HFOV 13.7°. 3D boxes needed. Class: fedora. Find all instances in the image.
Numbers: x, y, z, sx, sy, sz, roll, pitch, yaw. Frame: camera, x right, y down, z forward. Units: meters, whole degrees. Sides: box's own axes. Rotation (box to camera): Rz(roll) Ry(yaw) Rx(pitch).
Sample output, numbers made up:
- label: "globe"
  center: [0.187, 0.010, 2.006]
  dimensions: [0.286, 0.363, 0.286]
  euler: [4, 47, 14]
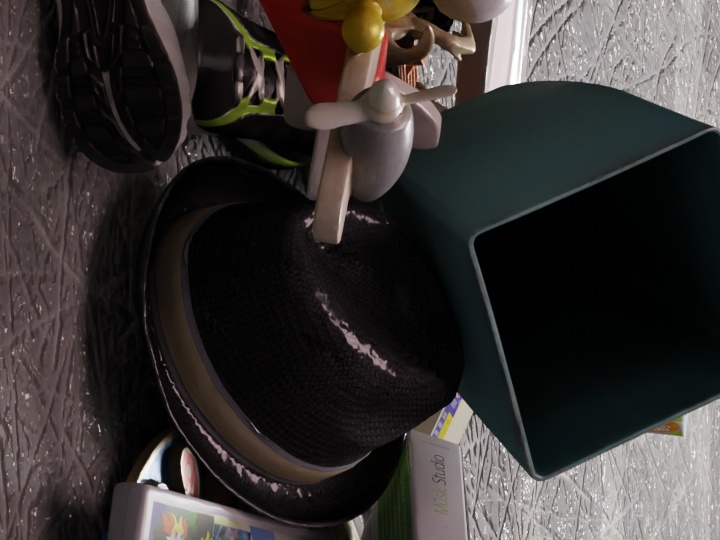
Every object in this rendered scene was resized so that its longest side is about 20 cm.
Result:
- label: "fedora"
  center: [-0.016, 0.027, 1.468]
  dimensions: [0.200, 0.091, 0.201]
  euler: [23, 59, -45]

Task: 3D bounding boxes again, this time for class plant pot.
- label: "plant pot"
  center: [0.090, -0.014, 1.543]
  dimensions: [0.200, 0.141, 0.142]
  euler: [38, -32, 59]

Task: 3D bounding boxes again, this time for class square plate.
- label: "square plate"
  center: [0.076, -0.116, 1.758]
  dimensions: [0.200, 0.028, 0.199]
  euler: [-103, -162, -81]

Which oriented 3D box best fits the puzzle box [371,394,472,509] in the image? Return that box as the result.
- label: "puzzle box"
  center: [0.043, 0.081, 1.725]
  dimensions: [0.133, 0.025, 0.200]
  euler: [-64, 172, -5]

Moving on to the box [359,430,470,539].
- label: "box"
  center: [0.007, 0.202, 1.542]
  dimensions: [0.144, 0.036, 0.200]
  euler: [-92, -160, -59]

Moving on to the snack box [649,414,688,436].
- label: "snack box"
  center: [0.139, 0.045, 1.907]
  dimensions: [0.200, 0.142, 0.053]
  euler: [76, 22, -67]

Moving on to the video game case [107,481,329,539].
- label: "video game case"
  center: [-0.075, 0.205, 1.446]
  dimensions: [0.200, 0.022, 0.183]
  euler: [25, 70, -62]

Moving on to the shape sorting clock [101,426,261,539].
- label: "shape sorting clock"
  center: [-0.080, 0.178, 1.505]
  dimensions: [0.200, 0.039, 0.201]
  euler: [0, 90, -70]

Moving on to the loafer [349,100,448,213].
- label: "loafer"
  center: [0.000, 0.000, 1.662]
  dimensions: [0.076, 0.067, 0.200]
  euler: [35, 70, -19]

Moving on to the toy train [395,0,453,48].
- label: "toy train"
  center: [0.018, -0.150, 1.745]
  dimensions: [0.200, 0.034, 0.046]
  euler: [-19, 120, -70]

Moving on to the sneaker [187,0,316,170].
- label: "sneaker"
  center: [-0.041, -0.099, 1.556]
  dimensions: [0.200, 0.083, 0.072]
  euler: [21, 69, -69]

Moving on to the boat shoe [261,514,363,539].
- label: "boat shoe"
  center: [-0.035, 0.079, 1.573]
  dimensions: [0.065, 0.072, 0.200]
  euler: [-55, 139, -26]

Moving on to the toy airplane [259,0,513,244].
- label: "toy airplane"
  center: [0.008, -0.121, 1.381]
  dimensions: [0.199, 0.141, 0.201]
  euler: [-22, 106, -71]

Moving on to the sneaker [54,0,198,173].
- label: "sneaker"
  center: [-0.112, -0.150, 1.396]
  dimensions: [0.079, 0.074, 0.201]
  euler: [-66, 156, -67]

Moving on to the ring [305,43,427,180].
- label: "ring"
  center: [0.006, -0.106, 1.780]
  dimensions: [0.200, 0.019, 0.201]
  euler: [-1, 90, -69]

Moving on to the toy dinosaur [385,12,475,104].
- label: "toy dinosaur"
  center: [0.005, -0.118, 1.570]
  dimensions: [0.101, 0.200, 0.058]
  euler: [16, 100, -35]
